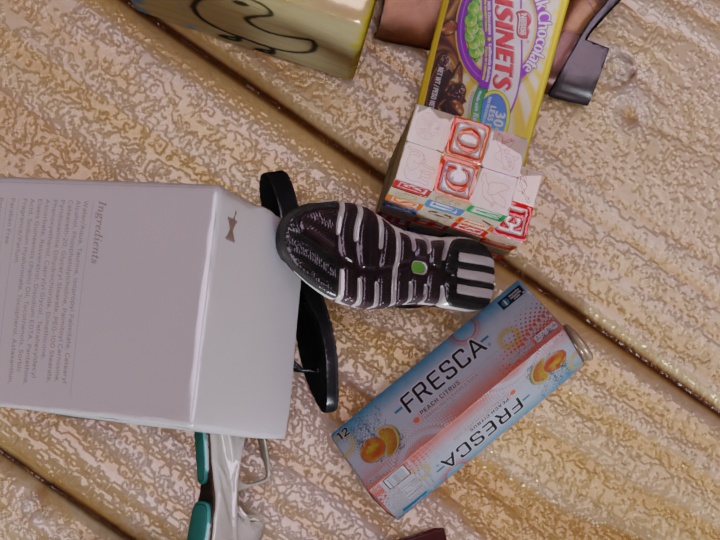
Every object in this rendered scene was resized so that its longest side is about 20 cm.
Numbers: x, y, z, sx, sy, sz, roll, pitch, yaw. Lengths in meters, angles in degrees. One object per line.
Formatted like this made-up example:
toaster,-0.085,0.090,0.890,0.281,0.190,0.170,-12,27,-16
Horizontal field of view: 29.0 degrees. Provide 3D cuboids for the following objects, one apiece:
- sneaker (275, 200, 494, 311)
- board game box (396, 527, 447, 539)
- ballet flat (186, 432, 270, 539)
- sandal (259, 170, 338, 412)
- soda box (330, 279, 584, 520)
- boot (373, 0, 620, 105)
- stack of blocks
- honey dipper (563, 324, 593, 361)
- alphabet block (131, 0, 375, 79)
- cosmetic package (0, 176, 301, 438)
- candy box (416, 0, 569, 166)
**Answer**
sneaker,0.000,0.000,1.096,0.198,0.115,0.077,15,78,-32
board game box,-0.009,0.278,1.091,0.198,0.019,0.104,-12,85,-27
ballet flat,-0.104,0.181,1.111,0.068,0.069,0.203,3,82,-4
sandal,-0.061,0.021,1.120,0.047,0.075,0.203,-12,77,-17
soda box,0.077,0.103,1.106,0.199,0.064,0.069,-39,50,-1
boot,0.128,-0.255,1.172,0.198,0.068,0.190,20,96,3
stack of blocks,0.078,-0.063,1.073,0.114,0.200,0.059,17,83,-1
honey dipper,0.105,0.121,1.145,0.199,0.038,0.038,-39,88,-2
alphabet block,-0.066,-0.288,1.089,0.198,0.195,0.199,17,86,-1
cosmetic package,-0.167,0.030,1.033,0.197,0.167,0.169,3,82,20
candy box,0.108,-0.181,1.133,0.101,0.026,0.203,14,103,3
